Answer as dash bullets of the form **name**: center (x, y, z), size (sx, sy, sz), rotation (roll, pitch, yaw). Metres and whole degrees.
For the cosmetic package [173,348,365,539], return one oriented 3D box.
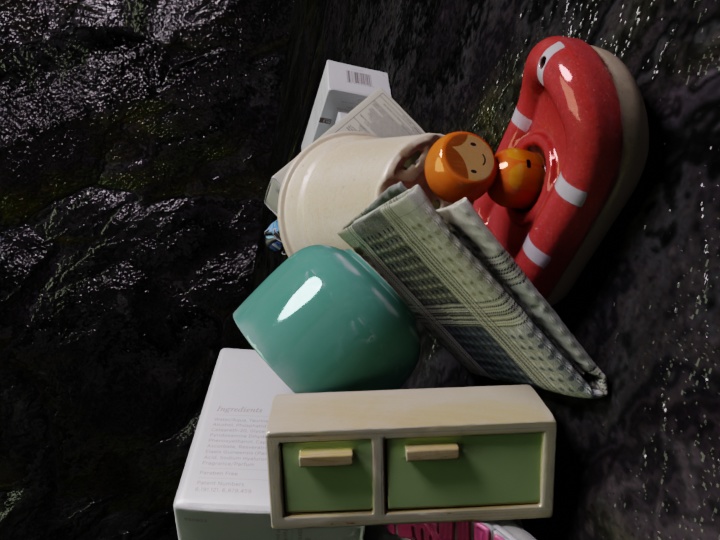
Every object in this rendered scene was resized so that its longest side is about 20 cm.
- **cosmetic package**: center (-0.077, 0.208, 0.637), size (0.201, 0.165, 0.168), rotation (-88, 1, -55)

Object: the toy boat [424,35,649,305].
- **toy boat**: center (0.110, -0.071, 0.463), size (0.131, 0.130, 0.201), rotation (-102, 25, -49)

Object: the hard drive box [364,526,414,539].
- **hard drive box**: center (0.052, 0.314, 0.600), size (0.156, 0.076, 0.202), rotation (-122, 41, -66)

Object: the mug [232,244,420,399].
- **mug**: center (-0.028, 0.044, 0.571), size (0.114, 0.152, 0.185), rotation (-44, 41, -3)

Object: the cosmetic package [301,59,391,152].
- **cosmetic package**: center (-0.030, -0.250, 1.089), size (0.201, 0.112, 0.082), rotation (113, 158, -49)

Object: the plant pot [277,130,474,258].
- **plant pot**: center (0.036, -0.064, 0.667), size (0.183, 0.199, 0.202), rotation (0, 83, 63)

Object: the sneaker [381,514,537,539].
- **sneaker**: center (0.094, 0.198, 0.503), size (0.200, 0.088, 0.082), rotation (28, 121, 49)

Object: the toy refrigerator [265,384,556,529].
- **toy refrigerator**: center (0.035, 0.135, 0.456), size (0.070, 0.198, 0.077), rotation (-96, 5, -77)

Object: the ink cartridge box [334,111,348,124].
- **ink cartridge box**: center (-0.012, -0.119, 1.011), size (0.176, 0.083, 0.201), rotation (113, 158, -49)

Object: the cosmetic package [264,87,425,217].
- **cosmetic package**: center (-0.016, -0.128, 0.810), size (0.200, 0.103, 0.087), rotation (-43, -1, -23)

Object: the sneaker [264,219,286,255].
- **sneaker**: center (-0.094, -0.051, 0.919), size (0.079, 0.090, 0.200), rotation (56, 174, -5)

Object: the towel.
- **towel**: center (0.076, 0.016, 0.499), size (0.035, 0.200, 0.192), rotation (-46, 9, -14)
